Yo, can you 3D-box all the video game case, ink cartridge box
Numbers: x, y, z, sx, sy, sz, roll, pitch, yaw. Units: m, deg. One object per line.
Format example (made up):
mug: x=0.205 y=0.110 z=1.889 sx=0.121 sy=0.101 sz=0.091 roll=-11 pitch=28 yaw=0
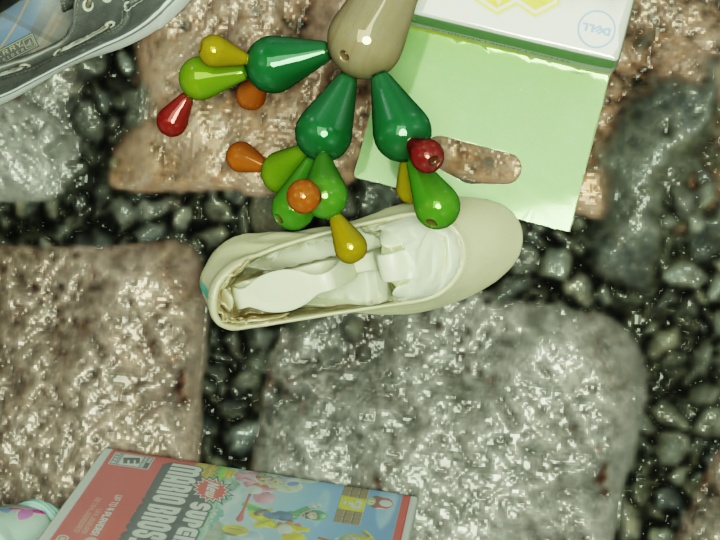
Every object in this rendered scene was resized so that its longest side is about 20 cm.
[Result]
video game case: x=-0.073 y=0.152 z=0.815 sx=0.198 sy=0.143 sz=0.018 roll=8 pitch=109 yaw=6
ink cartridge box: x=0.085 y=-0.140 z=0.866 sx=0.144 sy=0.048 sz=0.201 roll=15 pitch=85 yaw=7

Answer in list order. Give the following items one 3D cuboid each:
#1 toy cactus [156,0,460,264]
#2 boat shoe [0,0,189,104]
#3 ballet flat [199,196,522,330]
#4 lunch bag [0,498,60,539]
toy cactus: x=-0.020 y=-0.104 z=0.831 sx=0.199 sy=0.102 sz=0.166 roll=29 pitch=96 yaw=31
boat shoe: x=-0.183 y=-0.168 z=0.884 sx=0.199 sy=0.066 sz=0.070 roll=-27 pitch=84 yaw=4
ballet flat: x=0.000 y=0.000 z=0.854 sx=0.198 sy=0.069 sz=0.070 roll=-11 pitch=85 yaw=5
lunch bag: x=-0.203 y=0.243 z=0.821 sx=0.160 sy=0.077 sz=0.201 roll=-34 pitch=72 yaw=24
